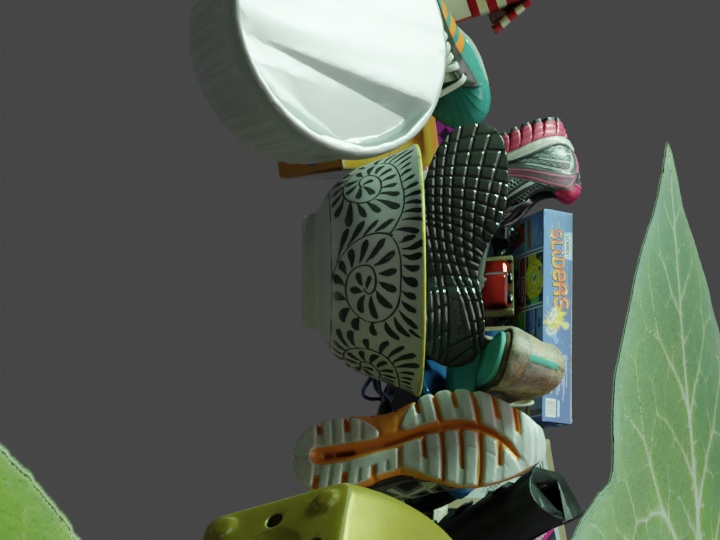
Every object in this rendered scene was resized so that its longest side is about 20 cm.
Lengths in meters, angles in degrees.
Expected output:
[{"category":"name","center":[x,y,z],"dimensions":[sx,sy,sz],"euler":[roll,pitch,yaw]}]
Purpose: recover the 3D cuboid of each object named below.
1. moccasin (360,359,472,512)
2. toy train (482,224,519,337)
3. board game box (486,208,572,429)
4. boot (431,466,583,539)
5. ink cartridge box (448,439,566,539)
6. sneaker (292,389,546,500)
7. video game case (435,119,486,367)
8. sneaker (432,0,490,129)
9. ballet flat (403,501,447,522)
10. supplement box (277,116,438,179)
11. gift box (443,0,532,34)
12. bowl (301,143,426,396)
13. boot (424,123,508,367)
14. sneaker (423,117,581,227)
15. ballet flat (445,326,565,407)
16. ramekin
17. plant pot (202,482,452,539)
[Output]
[{"category":"moccasin","center":[0.039,0.117,1.575],"dimensions":[0.080,0.068,0.201],"euler":[43,23,-37]},{"category":"toy train","center":[0.130,0.019,1.726],"dimensions":[0.046,0.034,0.201],"euler":[47,42,-70]},{"category":"board game box","center":[0.153,0.054,1.766],"dimensions":[0.034,0.135,0.201],"euler":[8,77,-25]},{"category":"boot","center":[0.064,0.224,1.453],"dimensions":[0.066,0.199,0.165],"euler":[65,22,3]},{"category":"ink cartridge box","center":[0.129,0.266,1.735],"dimensions":[0.200,0.075,0.166],"euler":[-31,114,-62]},{"category":"sneaker","center":[0.049,0.145,1.464],"dimensions":[0.077,0.199,0.079],"euler":[58,30,-63]},{"category":"video game case","center":[0.091,-0.018,1.717],"dimensions":[0.181,0.036,0.201],"euler":[59,32,-69]},{"category":"sneaker","center":[0.045,-0.197,1.538],"dimensions":[0.201,0.071,0.080],"euler":[58,15,-16]},{"category":"ballet flat","center":[0.043,0.217,1.595],"dimensions":[0.062,0.067,0.201],"euler":[33,46,-35]},{"category":"supplement box","center":[-0.001,-0.113,1.555],"dimensions":[0.200,0.068,0.067],"euler":[-4,87,-66]},{"category":"gift box","center":[0.079,-0.312,1.633],"dimensions":[0.185,0.199,0.188],"euler":[-83,153,-65]},{"category":"bowl","center":[0.000,0.000,1.466],"dimensions":[0.201,0.093,0.202],"euler":[180,-90,-89]},{"category":"boot","center":[0.069,-0.021,1.516],"dimensions":[0.131,0.067,0.202],"euler":[-148,-115,-82]},{"category":"sneaker","center":[0.093,-0.063,1.594],"dimensions":[0.081,0.199,0.075],"euler":[24,43,-80]},{"category":"ballet flat","center":[0.119,0.087,1.498],"dimensions":[0.200,0.067,0.069],"euler":[155,-52,-80]},{"category":"ramekin","center":[-0.039,-0.172,1.387],"dimensions":[0.201,0.094,0.204],"euler":[12,70,-36]},{"category":"plant pot","center":[-0.023,0.263,1.269],"dimensions":[0.201,0.194,0.195],"euler":[60,23,-29]}]
